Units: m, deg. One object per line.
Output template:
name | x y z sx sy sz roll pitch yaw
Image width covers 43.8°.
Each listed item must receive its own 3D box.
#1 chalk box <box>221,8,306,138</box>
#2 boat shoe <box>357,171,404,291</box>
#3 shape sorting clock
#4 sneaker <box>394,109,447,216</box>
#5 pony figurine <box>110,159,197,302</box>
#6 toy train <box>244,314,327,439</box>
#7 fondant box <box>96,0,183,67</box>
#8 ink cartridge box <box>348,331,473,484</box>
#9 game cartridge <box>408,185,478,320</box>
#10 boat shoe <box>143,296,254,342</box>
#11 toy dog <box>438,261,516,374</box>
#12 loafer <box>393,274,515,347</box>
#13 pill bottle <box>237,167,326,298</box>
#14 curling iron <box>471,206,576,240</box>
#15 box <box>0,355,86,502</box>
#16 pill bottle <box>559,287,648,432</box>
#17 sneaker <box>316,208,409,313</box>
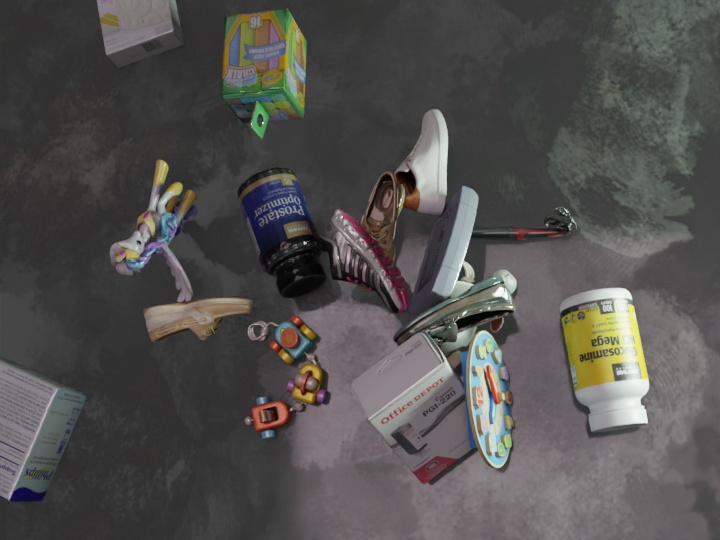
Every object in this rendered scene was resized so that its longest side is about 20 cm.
chalk box | -0.170 -0.340 1.596 0.121 0.124 0.204 -3 76 12
boat shoe | 0.026 -0.067 1.513 0.070 0.065 0.204 8 79 14
shape sorting clock | 0.197 0.192 1.342 0.039 0.199 0.204 -10 73 28
sneaker | 0.100 -0.190 1.501 0.083 0.073 0.203 6 61 -7
pony figurine | -0.354 -0.057 1.548 0.164 0.194 0.202 16 61 12
toy train | -0.135 0.172 1.494 0.147 0.056 0.204 -11 74 9
fondant box | -0.431 -0.512 1.731 0.142 0.058 0.203 -17 72 8
ink cartridge box | 0.095 0.209 1.353 0.145 0.201 0.085 -36 38 1
game cartridge | 0.134 -0.028 1.421 0.040 0.133 0.203 21 62 -5
boat shoe | -0.275 0.085 1.545 0.196 0.074 0.071 -8 86 11
toy dog | 0.163 0.074 1.431 0.130 0.096 0.203 22 82 16
loafer | 0.146 0.076 1.360 0.198 0.072 0.063 -28 72 -13
pill bottle | -0.129 -0.062 1.522 0.110 0.112 0.203 -24 72 5
curling iron | 0.256 -0.071 1.482 0.196 0.026 0.050 -6 111 15
box | -0.607 0.270 1.548 0.181 0.105 0.203 20 80 16
pill bottle | 0.374 0.137 1.361 0.110 0.112 0.204 -10 74 9
sneaker | 0.000 0.000 1.458 0.087 0.074 0.201 -43 77 17
